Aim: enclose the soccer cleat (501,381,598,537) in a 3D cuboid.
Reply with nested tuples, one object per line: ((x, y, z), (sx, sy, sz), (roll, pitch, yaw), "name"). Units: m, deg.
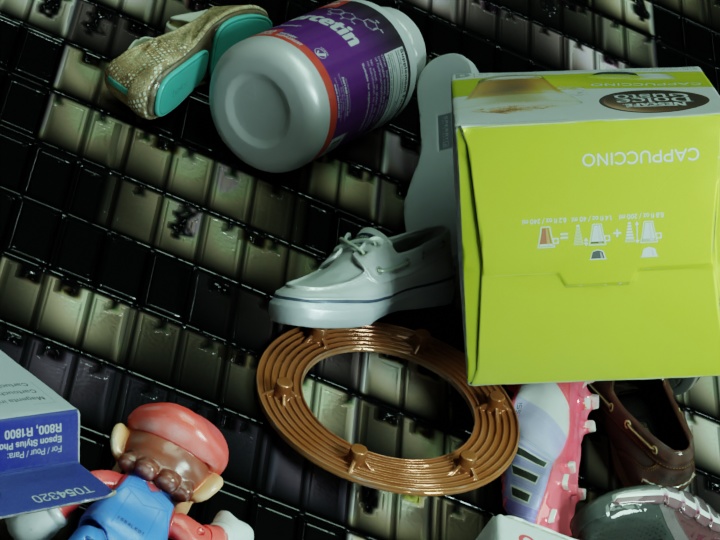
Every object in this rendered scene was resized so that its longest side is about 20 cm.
((0.129, 0.144, 1.728), (0.076, 0.067, 0.200), (-2, 41, 18), "soccer cleat")

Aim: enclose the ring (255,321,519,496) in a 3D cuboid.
((0.022, 0.093, 1.698), (0.200, 0.019, 0.201), (11, 33, -7), "ring")

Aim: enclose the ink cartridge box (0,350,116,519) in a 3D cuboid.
((-0.280, 0.093, 1.430), (0.196, 0.043, 0.200), (-7, 26, -42), "ink cartridge box")

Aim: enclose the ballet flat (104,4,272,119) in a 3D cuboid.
((-0.144, -0.183, 1.911), (0.065, 0.071, 0.200), (25, 29, 17), "ballet flat")

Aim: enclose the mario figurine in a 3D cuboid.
((-0.147, 0.170, 1.487), (0.124, 0.106, 0.200), (60, 38, -26), "mario figurine")

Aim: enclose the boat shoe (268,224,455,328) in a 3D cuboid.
((0.000, 0.000, 1.773), (0.073, 0.067, 0.200), (9, 11, 33), "boat shoe")

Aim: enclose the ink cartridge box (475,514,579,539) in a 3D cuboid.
((0.135, 0.275, 1.537), (0.145, 0.088, 0.200), (22, 38, -14), "ink cartridge box")

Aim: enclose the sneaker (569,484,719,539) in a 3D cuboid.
((0.245, 0.229, 1.677), (0.200, 0.076, 0.116), (18, 41, -32), "sneaker")

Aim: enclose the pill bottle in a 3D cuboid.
((-0.029, -0.159, 1.922), (0.112, 0.113, 0.200), (41, 36, 13), "pill bottle")

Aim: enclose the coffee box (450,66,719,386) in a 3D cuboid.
((0.172, -0.038, 1.748), (0.199, 0.200, 0.198), (-3, 15, 2), "coffee box")

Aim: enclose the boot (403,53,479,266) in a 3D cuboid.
((0.088, -0.077, 1.947), (0.096, 0.073, 0.200), (46, 43, -53), "boot")

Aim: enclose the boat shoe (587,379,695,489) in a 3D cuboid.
((0.211, 0.092, 1.824), (0.070, 0.070, 0.200), (-12, 48, -19), "boat shoe")

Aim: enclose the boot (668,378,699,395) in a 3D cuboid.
((0.246, 0.013, 1.957), (0.151, 0.073, 0.200), (-15, 50, -46), "boot")
